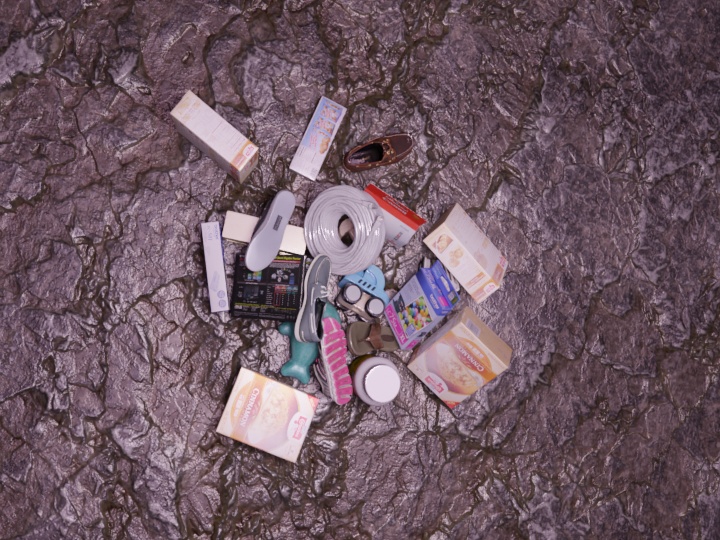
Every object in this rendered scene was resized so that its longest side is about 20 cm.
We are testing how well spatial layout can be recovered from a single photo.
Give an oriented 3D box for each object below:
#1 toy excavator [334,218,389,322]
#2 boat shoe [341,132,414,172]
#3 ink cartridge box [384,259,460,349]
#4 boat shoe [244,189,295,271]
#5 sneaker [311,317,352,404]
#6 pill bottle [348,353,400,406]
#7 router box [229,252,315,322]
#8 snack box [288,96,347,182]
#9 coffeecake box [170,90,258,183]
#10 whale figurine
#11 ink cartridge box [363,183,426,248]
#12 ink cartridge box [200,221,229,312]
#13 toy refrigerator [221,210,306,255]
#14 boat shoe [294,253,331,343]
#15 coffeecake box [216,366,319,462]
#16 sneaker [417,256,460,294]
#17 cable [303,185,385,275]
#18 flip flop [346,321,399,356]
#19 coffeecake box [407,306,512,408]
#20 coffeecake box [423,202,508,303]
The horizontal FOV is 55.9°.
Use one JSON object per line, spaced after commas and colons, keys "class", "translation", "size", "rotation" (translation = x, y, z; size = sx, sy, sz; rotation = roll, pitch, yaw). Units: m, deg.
{"class": "toy excavator", "translation": [0.000, 0.000, 1.655], "size": [0.192, 0.100, 0.202], "rotation": [30, 68, -6]}
{"class": "boat shoe", "translation": [0.049, -0.293, 1.686], "size": [0.197, 0.070, 0.072], "rotation": [-24, 89, -12]}
{"class": "ink cartridge box", "translation": [0.140, 0.082, 1.604], "size": [0.041, 0.200, 0.121], "rotation": [4, 49, -44]}
{"class": "boat shoe", "translation": [-0.215, -0.092, 1.552], "size": [0.069, 0.066, 0.203], "rotation": [27, 78, -29]}
{"class": "sneaker", "translation": [-0.077, 0.206, 1.558], "size": [0.073, 0.086, 0.204], "rotation": [-21, 106, -43]}
{"class": "pill bottle", "translation": [0.033, 0.254, 1.577], "size": [0.109, 0.200, 0.114], "rotation": [1, 86, -10]}
{"class": "router box", "translation": [-0.203, 0.039, 1.574], "size": [0.196, 0.062, 0.153], "rotation": [3, 86, 26]}
{"class": "snack box", "translation": [-0.105, -0.326, 1.683], "size": [0.071, 0.024, 0.203], "rotation": [25, 82, -6]}
{"class": "coffeecake box", "translation": [-0.334, -0.305, 1.577], "size": [0.199, 0.153, 0.073], "rotation": [40, 81, -5]}
{"class": "whale figurine", "translation": [-0.121, 0.165, 1.606], "size": [0.157, 0.104, 0.203], "rotation": [24, 83, -8]}
{"class": "ink cartridge box", "translation": [0.060, -0.125, 1.608], "size": [0.161, 0.200, 0.051], "rotation": [34, 82, -5]}
{"class": "ink cartridge box", "translation": [-0.337, -0.006, 1.586], "size": [0.043, 0.094, 0.205], "rotation": [-7, 88, -9]}
{"class": "toy refrigerator", "translation": [-0.227, -0.082, 1.620], "size": [0.196, 0.076, 0.072], "rotation": [12, 84, -9]}
{"class": "boat shoe", "translation": [-0.089, 0.063, 1.505], "size": [0.072, 0.061, 0.204], "rotation": [31, 69, -51]}
{"class": "coffeecake box", "translation": [-0.216, 0.334, 1.586], "size": [0.197, 0.073, 0.156], "rotation": [23, 81, -8]}
{"class": "sneaker", "translation": [0.192, 0.074, 1.681], "size": [0.113, 0.076, 0.205], "rotation": [10, 82, -7]}
{"class": "cable", "translation": [-0.036, -0.093, 1.552], "size": [0.198, 0.069, 0.203], "rotation": [33, 115, 26]}
{"class": "flip flop", "translation": [0.038, 0.159, 1.606], "size": [0.198, 0.057, 0.083], "rotation": [10, 67, -47]}
{"class": "coffeecake box", "translation": [0.233, 0.209, 1.611], "size": [0.153, 0.073, 0.200], "rotation": [42, 126, -4]}
{"class": "coffeecake box", "translation": [0.259, -0.045, 1.647], "size": [0.200, 0.154, 0.073], "rotation": [48, 120, -4]}
